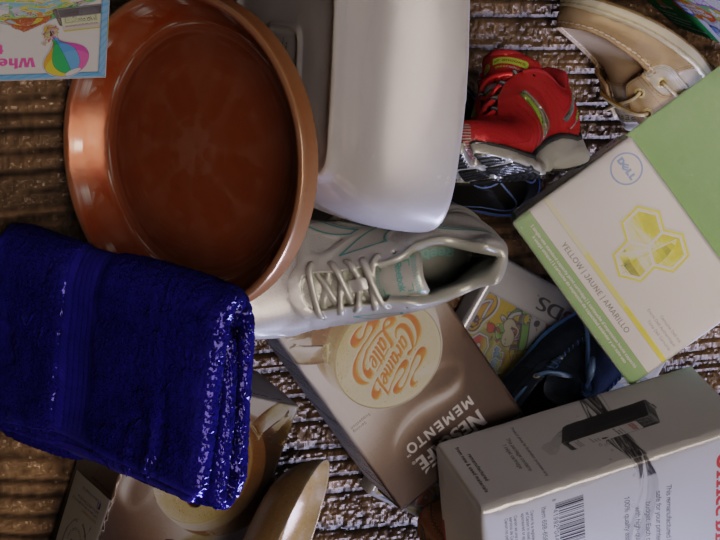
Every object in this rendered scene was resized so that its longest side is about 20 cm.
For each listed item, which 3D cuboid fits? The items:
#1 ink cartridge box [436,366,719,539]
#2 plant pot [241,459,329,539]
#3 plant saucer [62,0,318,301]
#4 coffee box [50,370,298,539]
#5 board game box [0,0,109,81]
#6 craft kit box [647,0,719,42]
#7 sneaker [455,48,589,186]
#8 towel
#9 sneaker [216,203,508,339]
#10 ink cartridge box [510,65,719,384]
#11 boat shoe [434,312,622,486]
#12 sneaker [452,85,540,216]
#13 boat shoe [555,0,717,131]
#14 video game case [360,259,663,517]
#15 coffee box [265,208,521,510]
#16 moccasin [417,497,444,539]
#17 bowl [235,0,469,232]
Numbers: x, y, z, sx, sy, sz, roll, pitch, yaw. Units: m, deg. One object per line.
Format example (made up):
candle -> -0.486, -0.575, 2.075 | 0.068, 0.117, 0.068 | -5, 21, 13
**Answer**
ink cartridge box -> 0.162, 0.168, 1.278 | 0.200, 0.084, 0.145 | -15, 124, -14
plant pot -> -0.070, 0.218, 1.262 | 0.027, 0.200, 0.200 | 21, 98, 8
plant saucer -> -0.104, -0.073, 1.140 | 0.032, 0.200, 0.201 | -12, 114, -52
coffee box -> -0.135, 0.161, 1.254 | 0.113, 0.080, 0.200 | 16, 99, -29
board game box -> -0.246, -0.170, 1.072 | 0.200, 0.034, 0.135 | -3, 136, -15
craft kit box -> 0.215, -0.212, 1.234 | 0.197, 0.200, 0.049 | 37, 90, -29
sneaker -> 0.089, -0.100, 1.197 | 0.200, 0.077, 0.085 | -19, 103, -66
towel -> -0.157, 0.060, 1.150 | 0.050, 0.200, 0.148 | -19, 117, -53
sneaker -> 0.000, 0.000, 1.177 | 0.200, 0.080, 0.071 | -15, 105, -15
ink cartridge box -> 0.226, -0.037, 1.291 | 0.200, 0.048, 0.146 | -36, 95, 7
boat shoe -> 0.141, 0.103, 1.348 | 0.200, 0.069, 0.084 | -43, 119, -9
sneaker -> 0.060, -0.093, 1.267 | 0.200, 0.078, 0.070 | 34, 89, -30
boat shoe -> 0.211, -0.130, 1.330 | 0.200, 0.074, 0.069 | 29, 87, -30
video game case -> 0.119, 0.111, 1.392 | 0.182, 0.023, 0.200 | 28, 93, -29
coffee box -> 0.006, 0.047, 1.273 | 0.114, 0.080, 0.200 | -39, 111, -9
moccasin -> 0.141, 0.167, 1.362 | 0.201, 0.078, 0.074 | -18, 114, -20
bowl -> -0.018, -0.128, 1.146 | 0.075, 0.200, 0.200 | -4, 104, -30
